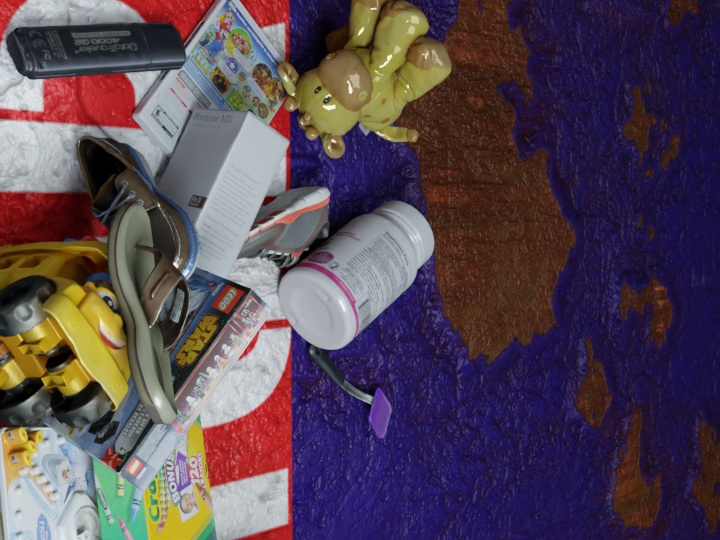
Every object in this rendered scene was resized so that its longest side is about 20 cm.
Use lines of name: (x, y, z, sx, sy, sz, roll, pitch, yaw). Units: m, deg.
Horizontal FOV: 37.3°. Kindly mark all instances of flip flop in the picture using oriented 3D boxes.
flip flop: (-0.174, 0.033, 0.923, 0.081, 0.057, 0.201, 63, 11, -64)

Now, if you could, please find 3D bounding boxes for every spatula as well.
spatula: (-0.011, 0.154, 1.395, 0.200, 0.020, 0.057, 45, 47, -37)

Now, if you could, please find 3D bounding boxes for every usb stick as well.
usb stick: (-0.261, -0.224, 1.082, 0.200, 0.033, 0.056, -17, 82, -47)

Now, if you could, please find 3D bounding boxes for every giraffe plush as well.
giraffe plush: (-0.013, -0.226, 1.285, 0.162, 0.172, 0.201, -27, 144, -44)

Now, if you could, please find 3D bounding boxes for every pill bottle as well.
pill bottle: (0.000, 0.000, 1.333, 0.200, 0.113, 0.114, -41, 121, -40)

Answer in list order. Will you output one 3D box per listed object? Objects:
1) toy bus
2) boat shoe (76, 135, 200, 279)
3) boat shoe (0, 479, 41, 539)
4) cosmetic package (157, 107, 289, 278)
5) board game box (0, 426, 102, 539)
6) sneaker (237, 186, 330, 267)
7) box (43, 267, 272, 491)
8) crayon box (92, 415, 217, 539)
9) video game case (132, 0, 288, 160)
toy bus: (-0.270, 0.034, 0.977, 0.192, 0.199, 0.136, -54, 130, -42)
boat shoe: (-0.226, -0.059, 1.034, 0.072, 0.200, 0.072, -49, 143, 10)
boat shoe: (-0.313, 0.281, 1.029, 0.072, 0.065, 0.201, -36, 118, -41)
cosmetic package: (-0.166, -0.070, 1.134, 0.074, 0.101, 0.201, 32, 75, -43)
board game box: (-0.263, 0.250, 1.033, 0.200, 0.026, 0.201, 18, 60, -63)
sneaker: (-0.097, -0.036, 1.250, 0.200, 0.077, 0.082, -30, 115, -43)
box: (-0.188, 0.089, 0.987, 0.200, 0.137, 0.040, -55, 134, -16)
crayon box: (-0.209, 0.207, 1.076, 0.119, 0.058, 0.201, 17, 61, -64)
video game case: (-0.160, -0.198, 1.215, 0.143, 0.018, 0.200, 51, 56, -36)
